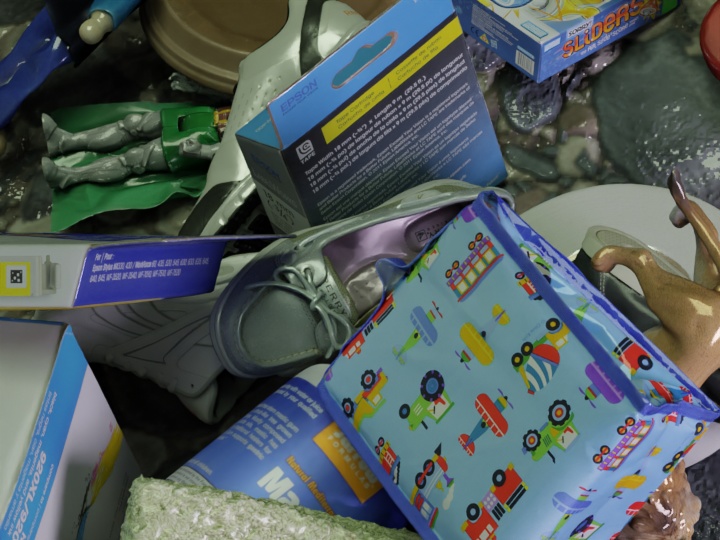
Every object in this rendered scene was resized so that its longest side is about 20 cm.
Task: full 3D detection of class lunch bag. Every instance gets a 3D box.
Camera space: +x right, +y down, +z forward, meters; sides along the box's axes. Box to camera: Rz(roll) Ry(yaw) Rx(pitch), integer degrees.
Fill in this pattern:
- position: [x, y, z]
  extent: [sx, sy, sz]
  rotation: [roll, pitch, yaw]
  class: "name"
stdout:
- position: [0.069, 0.063, 1.589]
  extent: [0.200, 0.094, 0.151]
  rotation: [48, 110, 26]
  class: "lunch bag"

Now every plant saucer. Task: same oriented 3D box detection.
- position: [-0.050, -0.187, 1.955]
  extent: [0.199, 0.030, 0.200]
  rotation: [0, 43, 0]
  class: "plant saucer"

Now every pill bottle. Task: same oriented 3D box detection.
- position: [-0.029, 0.126, 1.695]
  extent: [0.200, 0.112, 0.112]
  rotation: [-39, 55, -14]
  class: "pill bottle"

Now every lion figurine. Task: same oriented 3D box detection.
- position: [0.168, 0.056, 1.612]
  extent: [0.072, 0.200, 0.123]
  rotation: [-5, 40, -36]
  class: "lion figurine"

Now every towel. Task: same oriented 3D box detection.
- position: [-0.048, 0.200, 1.608]
  extent: [0.199, 0.036, 0.149]
  rotation: [16, 87, -12]
  class: "towel"

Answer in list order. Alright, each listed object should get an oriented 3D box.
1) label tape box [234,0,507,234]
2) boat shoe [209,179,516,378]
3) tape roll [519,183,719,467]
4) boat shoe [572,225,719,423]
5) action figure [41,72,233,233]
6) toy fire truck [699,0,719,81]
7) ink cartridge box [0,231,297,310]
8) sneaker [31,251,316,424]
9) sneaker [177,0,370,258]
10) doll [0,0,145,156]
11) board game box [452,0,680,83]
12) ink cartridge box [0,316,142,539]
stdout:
- position: [0.002, -0.092, 1.792]
  extent: [0.144, 0.200, 0.063]
  rotation: [-39, 51, -16]
  class: "label tape box"
- position: [0.001, 0.001, 1.741]
  extent: [0.202, 0.065, 0.075]
  rotation: [-25, 96, -22]
  class: "boat shoe"
- position: [0.154, 0.036, 1.763]
  extent: [0.202, 0.037, 0.203]
  rotation: [-7, 53, 10]
  class: "tape roll"
- position: [0.193, 0.057, 1.687]
  extent: [0.200, 0.072, 0.068]
  rotation: [42, 110, 27]
  class: "boat shoe"
- position: [-0.109, -0.089, 1.914]
  extent: [0.199, 0.055, 0.118]
  rotation: [-9, 49, 2]
  class: "action figure"
- position: [0.306, -0.162, 1.806]
  extent: [0.167, 0.112, 0.200]
  rotation: [-1, 63, 19]
  class: "toy fire truck"
- position: [-0.163, 0.000, 1.657]
  extent: [0.199, 0.198, 0.047]
  rotation: [2, 92, 20]
  class: "ink cartridge box"
- position: [-0.117, 0.048, 1.800]
  extent: [0.199, 0.078, 0.100]
  rotation: [-10, 78, 23]
  class: "sneaker"
- position: [-0.057, -0.087, 1.859]
  extent: [0.080, 0.074, 0.200]
  rotation: [37, 92, 27]
  class: "sneaker"
- position: [-0.188, -0.169, 1.938]
  extent: [0.200, 0.048, 0.137]
  rotation: [-43, 25, 12]
  class: "doll"
- position: [0.098, -0.212, 1.938]
  extent: [0.135, 0.035, 0.200]
  rotation: [-30, 52, -31]
  class: "board game box"
- position: [-0.226, 0.137, 1.681]
  extent: [0.147, 0.200, 0.145]
  rotation: [3, 57, 17]
  class: "ink cartridge box"
